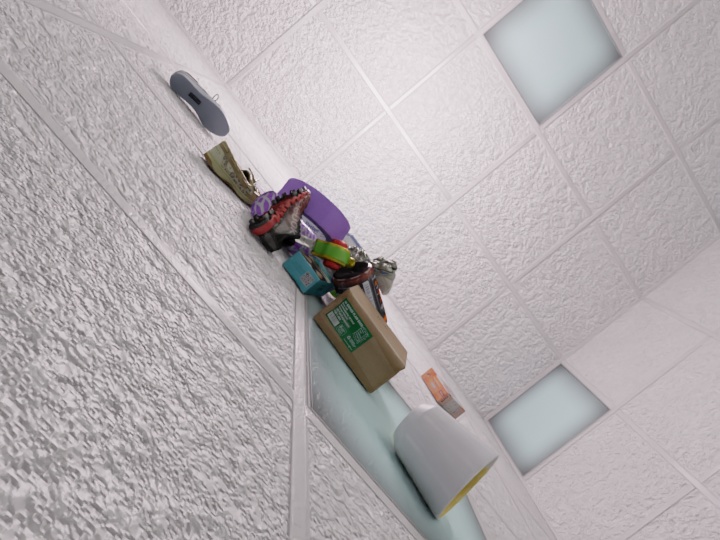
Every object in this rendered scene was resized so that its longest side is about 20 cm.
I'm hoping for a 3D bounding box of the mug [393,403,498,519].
[{"bbox_3d":[0.129,0.334,0.994,0.153,0.189,0.148,44,33,26],"label":"mug"}]

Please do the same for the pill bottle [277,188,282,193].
[{"bbox_3d":[-0.164,-0.153,1.652,0.201,0.116,0.117,49,5,-28],"label":"pill bottle"}]

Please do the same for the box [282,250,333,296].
[{"bbox_3d":[-0.114,0.010,1.307,0.083,0.049,0.200,53,4,8],"label":"box"}]

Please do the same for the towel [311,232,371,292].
[{"bbox_3d":[-0.061,-0.021,1.489,0.148,0.198,0.024,53,-40,19],"label":"towel"}]

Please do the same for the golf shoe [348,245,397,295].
[{"bbox_3d":[0.000,0.000,1.437,0.198,0.099,0.078,24,31,32],"label":"golf shoe"}]

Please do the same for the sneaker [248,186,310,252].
[{"bbox_3d":[-0.162,-0.110,1.227,0.099,0.070,0.201,63,37,-21],"label":"sneaker"}]

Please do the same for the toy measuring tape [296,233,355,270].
[{"bbox_3d":[-0.087,-0.052,1.291,0.198,0.074,0.074,27,17,-31],"label":"toy measuring tape"}]

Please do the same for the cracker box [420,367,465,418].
[{"bbox_3d":[0.323,0.479,2.183,0.200,0.057,0.135,48,6,-47],"label":"cracker box"}]

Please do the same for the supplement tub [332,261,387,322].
[{"bbox_3d":[0.004,0.088,1.374,0.107,0.105,0.204,-117,-170,-69],"label":"supplement tub"}]

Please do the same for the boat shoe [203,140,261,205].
[{"bbox_3d":[-0.278,-0.218,1.290,0.074,0.062,0.200,54,4,30],"label":"boat shoe"}]

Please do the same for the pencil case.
[{"bbox_3d":[-0.179,-0.101,1.345,0.200,0.083,0.087,47,27,-43],"label":"pencil case"}]

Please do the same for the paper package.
[{"bbox_3d":[0.008,0.142,1.210,0.201,0.103,0.191,54,4,3],"label":"paper package"}]

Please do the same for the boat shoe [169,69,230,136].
[{"bbox_3d":[-0.427,-0.458,1.524,0.202,0.074,0.087,44,24,-24],"label":"boat shoe"}]

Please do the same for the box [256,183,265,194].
[{"bbox_3d":[-0.220,-0.139,1.468,0.144,0.036,0.200,56,4,37],"label":"box"}]

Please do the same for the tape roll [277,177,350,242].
[{"bbox_3d":[-0.121,-0.139,1.405,0.198,0.066,0.200,35,-12,8],"label":"tape roll"}]

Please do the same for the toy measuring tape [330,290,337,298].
[{"bbox_3d":[-0.035,0.072,1.497,0.202,0.073,0.074,61,8,27],"label":"toy measuring tape"}]
